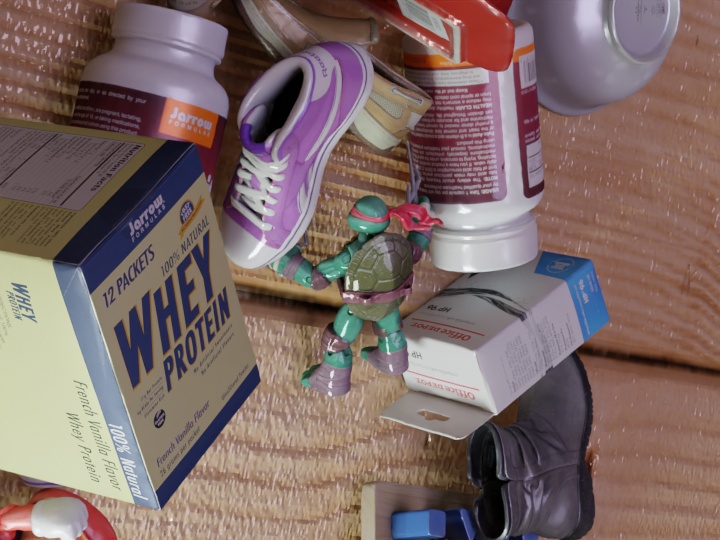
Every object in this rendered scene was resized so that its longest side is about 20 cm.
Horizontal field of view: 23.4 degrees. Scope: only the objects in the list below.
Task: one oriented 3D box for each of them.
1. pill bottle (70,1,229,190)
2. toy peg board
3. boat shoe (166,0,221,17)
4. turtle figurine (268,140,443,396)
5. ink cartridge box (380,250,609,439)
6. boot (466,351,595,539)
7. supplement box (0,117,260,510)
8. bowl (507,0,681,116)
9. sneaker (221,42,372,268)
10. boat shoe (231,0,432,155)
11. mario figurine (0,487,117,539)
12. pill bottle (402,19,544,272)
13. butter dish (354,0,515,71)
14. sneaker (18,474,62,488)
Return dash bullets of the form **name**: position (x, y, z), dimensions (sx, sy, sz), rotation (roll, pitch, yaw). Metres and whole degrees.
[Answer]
- **pill bottle**: position (-0.160, -0.088, 1.273), dimensions (0.112, 0.112, 0.202), rotation (13, 89, -41)
- **toy peg board**: position (0.102, 0.293, 1.536), dimensions (0.199, 0.097, 0.202), rotation (15, 71, -44)
- **boat shoe**: position (-0.093, -0.272, 1.337), dimensions (0.200, 0.071, 0.065), rotation (-52, 162, -31)
- **turtle figurine**: position (0.000, 0.000, 1.429), dimensions (0.148, 0.101, 0.202), rotation (-6, 119, -16)
- **ink cartridge box**: position (0.109, 0.059, 1.529), dimensions (0.199, 0.115, 0.068), rotation (-36, 118, -31)
- **boot**: position (0.149, 0.145, 1.568), dimensions (0.131, 0.069, 0.202), rotation (13, 61, -44)
- **supplement box**: position (-0.199, 0.023, 1.140), dimensions (0.135, 0.198, 0.202), rotation (-52, 141, -42)
- **bowl**: position (0.230, -0.240, 1.598), dimensions (0.200, 0.090, 0.204), rotation (-9, 104, -39)
- **sneaker**: position (-0.074, -0.083, 1.317), dimensions (0.114, 0.072, 0.202), rotation (-25, 145, -60)
- **boat shoe**: position (-0.018, -0.178, 1.391), dimensions (0.076, 0.072, 0.200), rotation (-39, 131, 16)
- **mario figurine**: position (-0.261, 0.217, 1.241), dimensions (0.198, 0.123, 0.107), rotation (-4, 88, -36)
- **pill bottle**: position (0.099, -0.108, 1.492), dimensions (0.113, 0.114, 0.202), rotation (-17, 109, -37)
- **butter dish**: position (0.060, -0.264, 1.323), dimensions (0.198, 0.200, 0.149), rotation (33, 87, 6)
- **sneaker**: position (-0.184, 0.091, 1.319), dimensions (0.199, 0.072, 0.115), rotation (-28, 119, -22)
